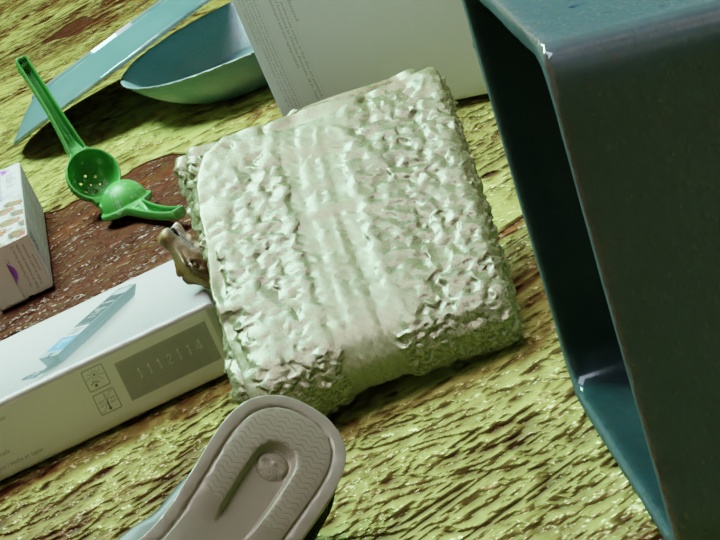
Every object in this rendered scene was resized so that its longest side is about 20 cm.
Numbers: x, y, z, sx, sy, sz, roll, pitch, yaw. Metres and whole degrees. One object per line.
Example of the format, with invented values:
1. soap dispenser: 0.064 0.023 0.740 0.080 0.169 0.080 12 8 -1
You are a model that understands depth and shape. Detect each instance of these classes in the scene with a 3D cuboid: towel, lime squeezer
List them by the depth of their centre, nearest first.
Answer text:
1. towel: -0.006 -0.015 1.257 0.148 0.037 0.200 -21 44 2
2. lime squeezer: -0.161 -0.064 1.686 0.038 0.071 0.200 -17 42 -32

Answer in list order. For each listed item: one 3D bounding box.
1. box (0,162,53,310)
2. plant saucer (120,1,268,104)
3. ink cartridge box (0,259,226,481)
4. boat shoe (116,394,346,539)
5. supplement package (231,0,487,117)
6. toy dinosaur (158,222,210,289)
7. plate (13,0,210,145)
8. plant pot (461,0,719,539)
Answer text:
1. box: -0.227 -0.024 1.691 0.039 0.042 0.200 -25 18 -1
2. plant saucer: -0.076 -0.163 1.890 0.201 0.039 0.201 -22 17 7
3. ink cartridge box: -0.170 0.051 1.392 0.200 0.045 0.176 -25 19 -2
4. boat shoe: -0.077 0.135 1.023 0.200 0.072 0.068 -46 -10 -35
5. supplement package: 0.037 -0.176 1.641 0.200 0.120 0.121 -9 22 42
6. toy dinosaur: 0.000 0.000 1.316 0.199 0.058 0.101 8 38 26
7. plate: -0.189 -0.163 1.980 0.200 0.026 0.200 -36 8 5
8. plant pot: 0.168 -0.038 0.979 0.199 0.196 0.196 -17 17 -2
